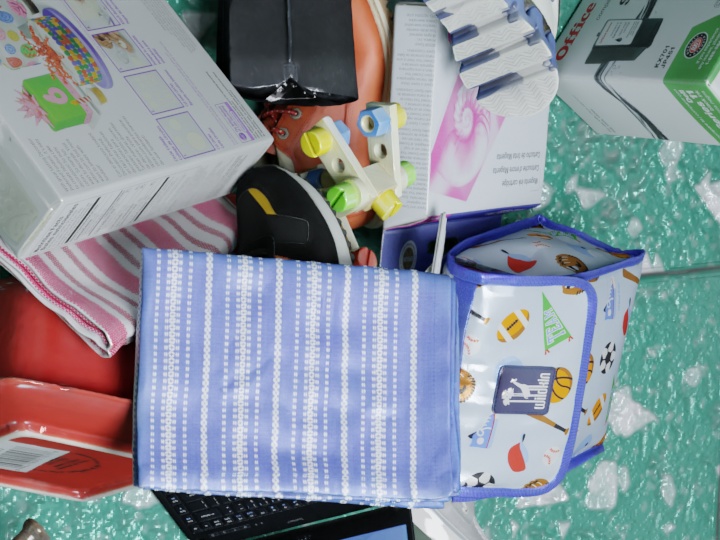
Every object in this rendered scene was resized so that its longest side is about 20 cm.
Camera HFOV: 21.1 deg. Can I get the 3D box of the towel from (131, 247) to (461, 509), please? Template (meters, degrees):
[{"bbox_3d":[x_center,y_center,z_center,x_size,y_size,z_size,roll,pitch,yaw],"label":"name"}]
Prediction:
[{"bbox_3d":[-0.034,0.064,1.141,0.199,0.024,0.146,5,77,-18],"label":"towel"}]

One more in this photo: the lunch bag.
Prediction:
[{"bbox_3d":[0.113,0.064,1.382,0.200,0.123,0.171,-13,116,-57],"label":"lunch bag"}]

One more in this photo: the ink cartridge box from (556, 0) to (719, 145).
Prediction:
[{"bbox_3d":[0.246,-0.175,1.435,0.083,0.200,0.147,39,76,-29],"label":"ink cartridge box"}]

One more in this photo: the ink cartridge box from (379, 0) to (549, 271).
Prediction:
[{"bbox_3d":[0.080,-0.089,1.384,0.196,0.043,0.201,-11,105,-60],"label":"ink cartridge box"}]

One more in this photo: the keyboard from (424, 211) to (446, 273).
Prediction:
[{"bbox_3d":[0.050,0.030,1.364,0.011,0.200,0.056,13,63,6],"label":"keyboard"}]

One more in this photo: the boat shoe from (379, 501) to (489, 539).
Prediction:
[{"bbox_3d":[0.054,0.166,1.450,0.200,0.072,0.069,45,73,-22],"label":"boat shoe"}]

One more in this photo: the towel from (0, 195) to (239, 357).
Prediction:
[{"bbox_3d":[-0.154,-0.038,1.191,0.146,0.030,0.200,43,34,3],"label":"towel"}]

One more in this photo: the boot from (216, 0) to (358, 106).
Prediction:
[{"bbox_3d":[-0.012,-0.208,1.278,0.164,0.066,0.201,1,76,-3],"label":"boot"}]

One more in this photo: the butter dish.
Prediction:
[{"bbox_3d":[-0.187,0.055,1.212,0.199,0.200,0.149,16,66,-38],"label":"butter dish"}]

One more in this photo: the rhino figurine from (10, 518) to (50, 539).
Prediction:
[{"bbox_3d":[-0.211,0.255,1.265,0.087,0.060,0.200,-40,141,-25],"label":"rhino figurine"}]

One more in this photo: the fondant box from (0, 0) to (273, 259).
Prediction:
[{"bbox_3d":[-0.166,-0.099,1.169,0.144,0.058,0.200,52,35,12],"label":"fondant box"}]

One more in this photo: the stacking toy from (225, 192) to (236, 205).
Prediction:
[{"bbox_3d":[-0.074,0.043,1.336,0.085,0.085,0.201,-26,105,-28],"label":"stacking toy"}]

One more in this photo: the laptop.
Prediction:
[{"bbox_3d":[-0.064,0.183,1.286,0.200,0.177,0.103,57,31,-27],"label":"laptop"}]

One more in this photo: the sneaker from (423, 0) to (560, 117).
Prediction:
[{"bbox_3d":[0.079,-0.210,1.279,0.200,0.080,0.115,63,26,-25],"label":"sneaker"}]

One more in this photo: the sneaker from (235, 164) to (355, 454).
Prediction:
[{"bbox_3d":[-0.050,0.028,1.189,0.090,0.070,0.201,-8,74,-40],"label":"sneaker"}]

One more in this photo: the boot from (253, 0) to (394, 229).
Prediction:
[{"bbox_3d":[-0.029,-0.122,1.336,0.107,0.075,0.201,-9,102,-24],"label":"boot"}]

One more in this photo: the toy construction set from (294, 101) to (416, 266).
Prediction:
[{"bbox_3d":[0.000,0.000,1.269,0.092,0.131,0.201,-2,75,-46],"label":"toy construction set"}]
